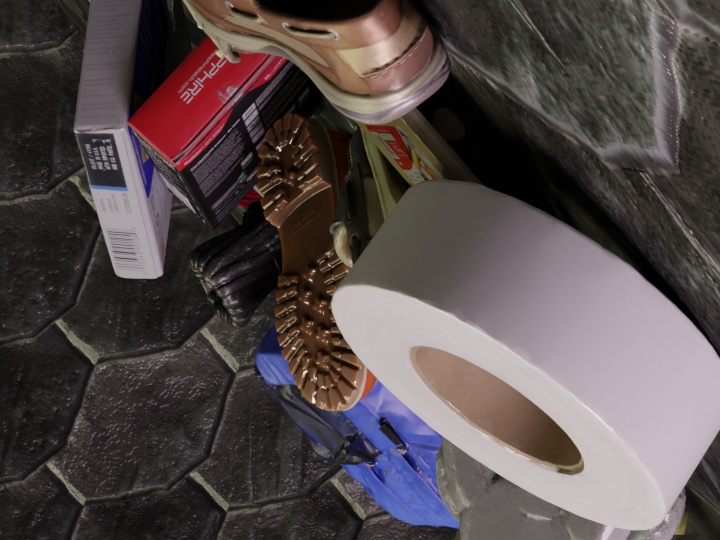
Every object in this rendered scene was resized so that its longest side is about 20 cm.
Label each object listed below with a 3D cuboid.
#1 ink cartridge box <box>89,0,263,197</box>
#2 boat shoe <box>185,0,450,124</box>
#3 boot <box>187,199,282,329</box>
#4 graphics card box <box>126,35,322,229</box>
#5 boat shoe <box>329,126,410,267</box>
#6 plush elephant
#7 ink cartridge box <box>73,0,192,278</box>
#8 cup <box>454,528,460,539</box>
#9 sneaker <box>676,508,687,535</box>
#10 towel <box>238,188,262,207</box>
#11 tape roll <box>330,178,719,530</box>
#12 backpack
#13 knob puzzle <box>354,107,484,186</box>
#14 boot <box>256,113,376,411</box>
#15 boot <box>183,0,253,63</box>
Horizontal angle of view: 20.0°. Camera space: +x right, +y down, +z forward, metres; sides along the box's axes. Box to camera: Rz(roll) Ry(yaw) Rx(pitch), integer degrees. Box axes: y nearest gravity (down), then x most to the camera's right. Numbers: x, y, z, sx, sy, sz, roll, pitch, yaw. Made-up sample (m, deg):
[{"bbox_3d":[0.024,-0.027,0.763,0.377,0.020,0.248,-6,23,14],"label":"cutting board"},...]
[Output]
[{"bbox_3d":[-0.128,-0.161,1.677,0.200,0.067,0.117,47,176,32],"label":"ink cartridge box"},{"bbox_3d":[-0.034,-0.145,0.997,0.200,0.076,0.072,33,162,40],"label":"boat shoe"},{"bbox_3d":[-0.049,-0.014,1.559,0.079,0.158,0.211,47,175,17],"label":"boot"},{"bbox_3d":[-0.088,-0.107,1.400,0.051,0.126,0.200,40,174,11],"label":"graphics card box"},{"bbox_3d":[0.012,-0.028,1.238,0.072,0.066,0.201,47,-167,-31],"label":"boat shoe"},{"bbox_3d":[0.136,0.145,1.258,0.164,0.201,0.155,9,-169,28],"label":"plush elephant"},{"bbox_3d":[-0.160,-0.129,1.458,0.198,0.043,0.201,84,-170,-60],"label":"ink cartridge box"},{"bbox_3d":[0.158,0.228,1.662,0.200,0.143,0.200,48,175,5],"label":"cup"},{"bbox_3d":[0.143,0.206,1.407,0.090,0.199,0.078,31,-145,-62],"label":"sneaker"},{"bbox_3d":[-0.115,-0.116,1.778,0.144,0.023,0.200,5,-146,-50],"label":"towel"},{"bbox_3d":[0.085,0.044,1.025,0.202,0.071,0.203,32,162,11],"label":"tape roll"},{"bbox_3d":[0.052,0.086,1.416,0.167,0.163,0.200,4,137,55],"label":"backpack"},{"bbox_3d":[0.072,-0.031,1.114,0.220,0.030,0.220,48,176,4],"label":"knob puzzle"},{"bbox_3d":[0.000,0.000,1.317,0.107,0.075,0.201,16,-123,-40],"label":"boot"},{"bbox_3d":[-0.100,-0.189,1.202,0.155,0.072,0.200,49,173,4],"label":"boot"}]
